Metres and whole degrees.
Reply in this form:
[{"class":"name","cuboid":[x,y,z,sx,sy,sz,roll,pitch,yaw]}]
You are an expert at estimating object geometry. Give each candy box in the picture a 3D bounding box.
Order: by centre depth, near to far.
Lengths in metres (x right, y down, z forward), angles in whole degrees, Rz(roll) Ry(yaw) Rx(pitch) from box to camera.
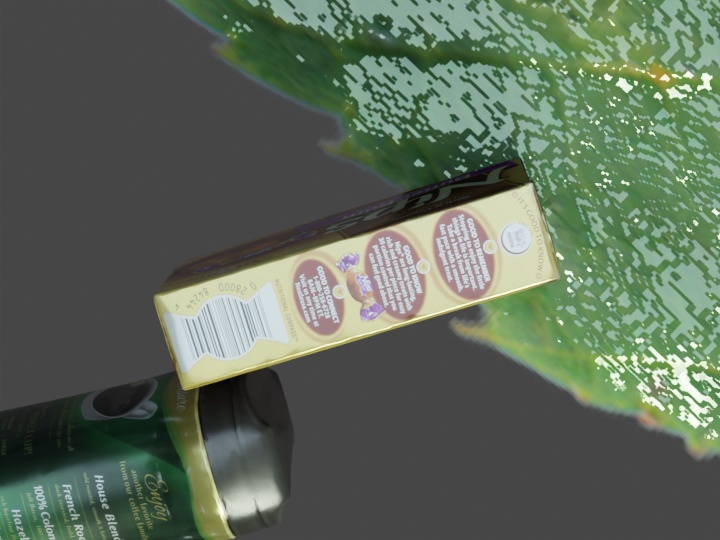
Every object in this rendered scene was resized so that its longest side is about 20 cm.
[{"class":"candy box","cuboid":[0.000,0.000,1.037,0.199,0.117,0.057,-18,98,5]}]

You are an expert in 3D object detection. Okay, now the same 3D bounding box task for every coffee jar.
[{"class":"coffee jar","cuboid":[-0.133,0.109,1.065,0.199,0.104,0.086,-14,107,5]}]
